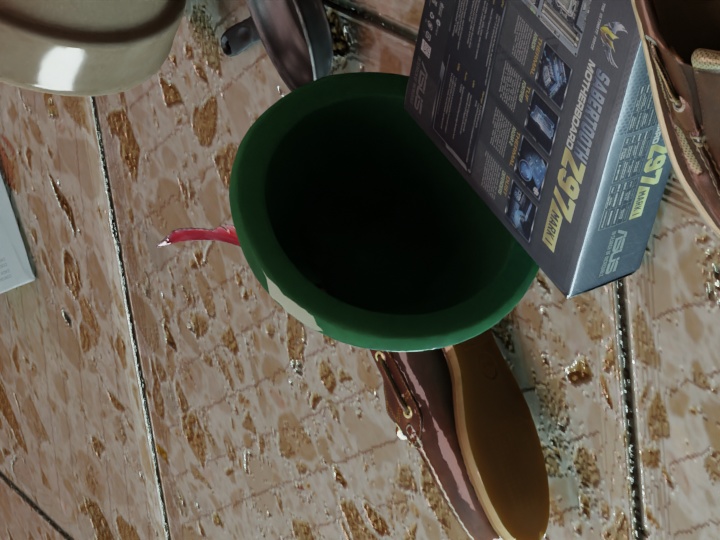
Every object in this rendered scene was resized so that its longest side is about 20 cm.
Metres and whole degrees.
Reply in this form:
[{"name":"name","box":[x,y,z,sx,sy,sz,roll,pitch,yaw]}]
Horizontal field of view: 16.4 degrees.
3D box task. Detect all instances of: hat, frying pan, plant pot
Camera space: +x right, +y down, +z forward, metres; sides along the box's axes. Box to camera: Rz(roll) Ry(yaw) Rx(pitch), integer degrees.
[{"name":"hat","box":[0.000,0.000,1.387,0.176,0.165,0.200,103,149,-57]},{"name":"frying pan","box":[-0.048,-0.141,1.517,0.115,0.031,0.190,63,167,19]},{"name":"plant pot","box":[-0.188,-0.236,1.571,0.200,0.200,0.175,52,132,33]}]

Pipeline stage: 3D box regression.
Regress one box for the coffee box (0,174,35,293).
[{"name":"coffee box","box":[-0.424,-0.049,2.134,0.198,0.199,0.200,-2,108,64]}]

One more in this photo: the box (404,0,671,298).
[{"name":"box","box":[0.095,-0.109,1.232,0.158,0.051,0.200,52,149,33]}]

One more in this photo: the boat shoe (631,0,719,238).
[{"name":"boat shoe","box":[0.156,-0.085,1.071,0.203,0.075,0.075,65,-172,1]}]

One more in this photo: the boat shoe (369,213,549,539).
[{"name":"boat shoe","box":[0.047,0.067,1.420,0.070,0.070,0.200,-25,77,34]}]
